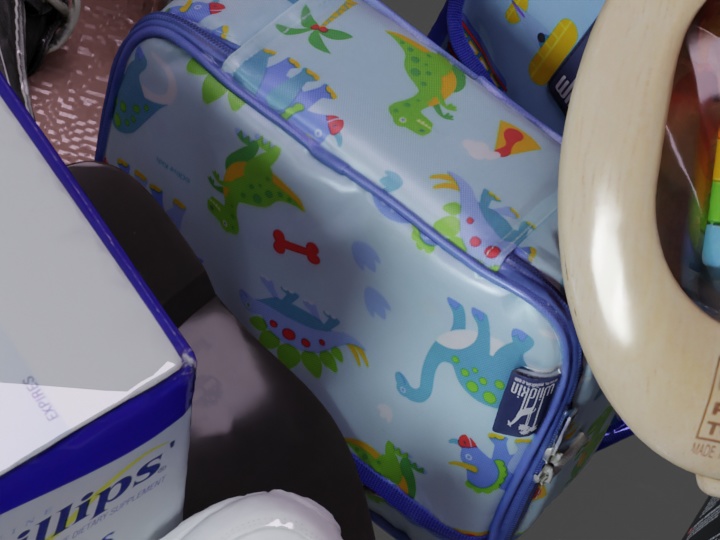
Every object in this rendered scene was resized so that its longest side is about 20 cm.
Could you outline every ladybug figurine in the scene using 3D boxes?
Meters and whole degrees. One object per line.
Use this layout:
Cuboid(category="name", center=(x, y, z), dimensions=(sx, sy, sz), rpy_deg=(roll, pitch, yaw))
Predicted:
Cuboid(category="ladybug figurine", center=(0.124, -0.030, 0.932), dimensions=(0.135, 0.072, 0.201), rpy_deg=(13, 89, -9))

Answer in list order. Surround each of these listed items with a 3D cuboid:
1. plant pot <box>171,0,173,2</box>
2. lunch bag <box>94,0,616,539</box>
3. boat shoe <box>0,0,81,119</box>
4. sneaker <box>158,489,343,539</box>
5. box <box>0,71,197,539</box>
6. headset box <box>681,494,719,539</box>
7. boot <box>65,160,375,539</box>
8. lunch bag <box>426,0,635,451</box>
Cuboid(category="plant pot", center=(-0.025, -0.228, 1.133), dimensions=(0.176, 0.200, 0.200), rpy_deg=(-29, 68, -16))
Cuboid(category="lunch bag", center=(0.000, 0.000, 1.031), dimensions=(0.200, 0.161, 0.082), rpy_deg=(38, 51, 14))
Cuboid(category="boat shoe", center=(-0.138, -0.109, 1.121), dimensions=(0.063, 0.071, 0.201), rpy_deg=(-5, 56, -18))
Cuboid(category="sneaker", center=(-0.060, 0.159, 0.891), dimensions=(0.078, 0.099, 0.200), rpy_deg=(32, 90, -14))
Cuboid(category="box", center=(-0.142, 0.029, 0.937), dimensions=(0.105, 0.200, 0.184), rpy_deg=(-29, 68, -19))
Cuboid(category="headset box", center=(0.178, 0.075, 0.994), dimensions=(0.077, 0.149, 0.200), rpy_deg=(44, 46, -3))
Cuboid(category="boot", center=(-0.059, 0.056, 1.027), dimensions=(0.073, 0.075, 0.200), rpy_deg=(-32, 95, -21))
Cuboid(category="lunch bag", center=(0.097, -0.052, 1.069), dimensions=(0.094, 0.200, 0.151), rpy_deg=(-20, 63, -28))
